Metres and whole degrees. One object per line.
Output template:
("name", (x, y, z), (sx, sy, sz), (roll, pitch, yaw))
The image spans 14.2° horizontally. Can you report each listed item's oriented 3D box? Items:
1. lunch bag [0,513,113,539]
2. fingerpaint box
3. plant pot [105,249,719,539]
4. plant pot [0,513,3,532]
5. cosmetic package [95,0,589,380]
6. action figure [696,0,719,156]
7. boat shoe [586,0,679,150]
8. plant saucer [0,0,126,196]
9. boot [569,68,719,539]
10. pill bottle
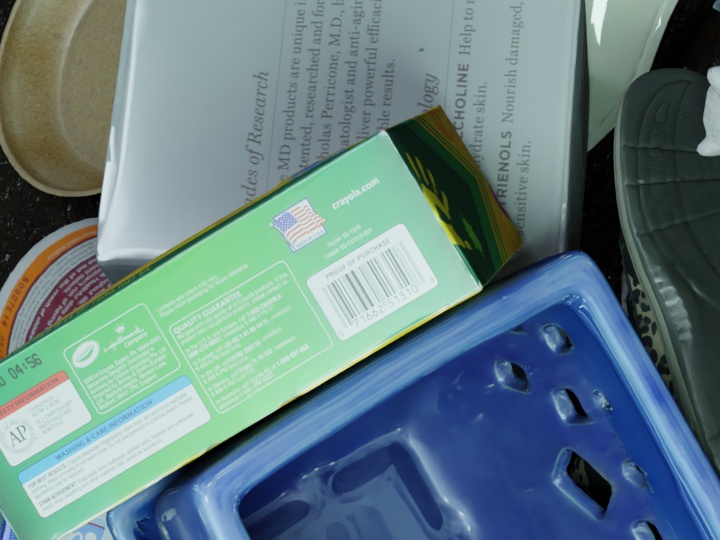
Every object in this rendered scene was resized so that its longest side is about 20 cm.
("lunch bag", (-0.095, 0.185, 1.321), (0.124, 0.169, 0.201), (-140, 61, -82))
("fingerpaint box", (-0.045, 0.017, 1.127), (0.200, 0.167, 0.074), (-31, 91, 11))
("plant pot", (0.025, 0.128, 1.178), (0.200, 0.200, 0.180), (-31, 6, -25))
("plant pot", (-0.197, 0.172, 1.465), (0.161, 0.200, 0.201), (19, 84, 37))
("cosmetic package", (0.000, -0.050, 1.307), (0.199, 0.167, 0.167), (2, 72, 7))
("action figure", (0.223, -0.095, 1.225), (0.200, 0.193, 0.105), (61, 157, 30))
("boat shoe", (0.119, -0.132, 1.415), (0.202, 0.072, 0.060), (-59, 3, 20))
("plant saucer", (-0.127, -0.130, 1.648), (0.200, 0.035, 0.201), (-19, 58, 34))
("boot", (0.129, 0.031, 1.265), (0.154, 0.073, 0.204), (125, 138, -60))
("pill bottle", (-0.095, 0.063, 1.475), (0.200, 0.114, 0.114), (36, 95, 45))
